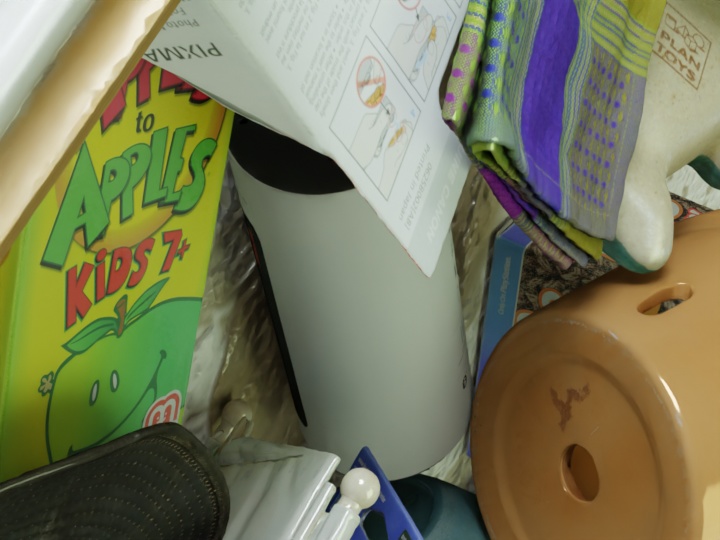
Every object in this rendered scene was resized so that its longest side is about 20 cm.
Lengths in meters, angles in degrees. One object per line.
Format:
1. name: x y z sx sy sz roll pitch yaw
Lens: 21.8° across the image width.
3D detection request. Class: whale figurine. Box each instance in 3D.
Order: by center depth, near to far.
1. whale figurine: 0.106 -0.079 0.817 0.104 0.159 0.201 -34 -153 43

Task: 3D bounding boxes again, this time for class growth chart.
1. growth chart: -0.058 0.118 0.683 0.145 0.018 0.200 -57 -163 -9

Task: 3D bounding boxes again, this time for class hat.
1. hat: -0.109 0.137 0.574 0.200 0.081 0.201 -31 155 -16

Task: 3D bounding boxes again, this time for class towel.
1. towel: 0.075 -0.086 0.643 0.200 0.023 0.145 35 68 -70

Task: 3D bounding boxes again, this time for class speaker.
1. speaker: 0.000 0.000 0.750 0.081 0.081 0.201 -52 153 -26

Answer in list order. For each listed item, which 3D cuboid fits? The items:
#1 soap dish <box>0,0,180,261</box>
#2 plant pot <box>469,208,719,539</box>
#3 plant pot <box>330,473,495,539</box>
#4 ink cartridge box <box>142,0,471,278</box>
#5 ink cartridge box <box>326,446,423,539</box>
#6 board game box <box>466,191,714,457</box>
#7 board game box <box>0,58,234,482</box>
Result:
1. soap dish: -0.097 -0.095 0.391 0.201 0.157 0.081 -58 171 -15
2. plant pot: 0.141 0.076 0.799 0.139 0.200 0.201 -9 123 -35
3. plant pot: 0.021 0.173 0.858 0.200 0.199 0.135 -43 118 -40
4. ink cartridge box: -0.016 -0.118 0.554 0.200 0.057 0.163 55 48 -49
5. ink cartridge box: -0.057 0.156 0.704 0.200 0.042 0.119 -51 -163 4
6. board game box: 0.171 0.060 1.002 0.097 0.199 0.160 -39 144 -42
7. board game box: -0.091 -0.018 0.588 0.101 0.047 0.201 -27 136 -53
